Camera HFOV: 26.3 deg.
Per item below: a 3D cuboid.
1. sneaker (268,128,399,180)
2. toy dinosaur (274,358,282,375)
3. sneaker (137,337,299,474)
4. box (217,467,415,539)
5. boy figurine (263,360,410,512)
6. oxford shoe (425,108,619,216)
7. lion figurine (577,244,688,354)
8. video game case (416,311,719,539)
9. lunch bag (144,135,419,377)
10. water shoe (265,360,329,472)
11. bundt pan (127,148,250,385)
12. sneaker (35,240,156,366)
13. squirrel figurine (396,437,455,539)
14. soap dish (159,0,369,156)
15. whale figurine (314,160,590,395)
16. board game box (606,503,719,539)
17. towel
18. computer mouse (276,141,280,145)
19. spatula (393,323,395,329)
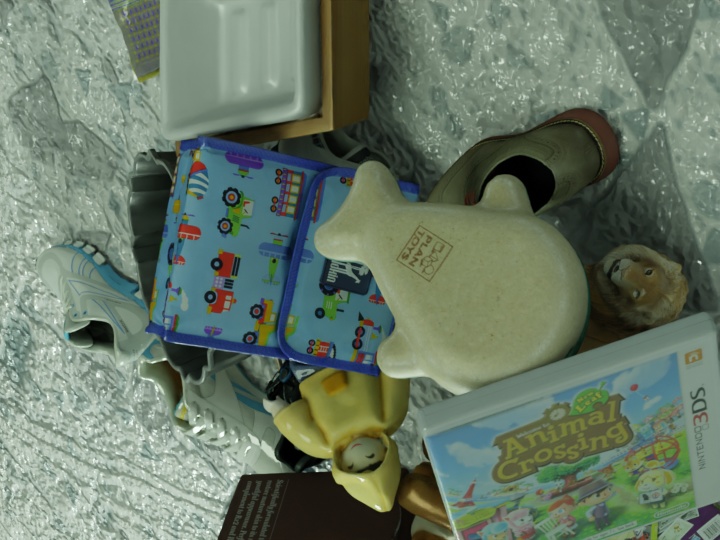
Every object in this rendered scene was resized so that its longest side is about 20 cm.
[{"bbox_3d":[0.008,-0.042,1.236,0.080,0.076,0.200,-42,88,25],"label":"sneaker"},{"bbox_3d":[-0.117,0.024,1.435,0.200,0.060,0.107,42,157,35],"label":"toy dinosaur"},{"bbox_3d":[-0.135,0.141,1.496,0.200,0.081,0.077,46,138,15],"label":"sneaker"},{"bbox_3d":[-0.031,0.307,1.376,0.162,0.166,0.202,-4,115,11],"label":"box"},{"bbox_3d":[-0.018,0.104,1.249,0.065,0.123,0.201,74,-179,-55],"label":"boy figurine"},{"bbox_3d":[0.096,-0.059,1.119,0.071,0.075,0.200,58,142,0],"label":"oxford shoe"},{"bbox_3d":[0.155,0.069,1.104,0.122,0.072,0.202,25,108,31],"label":"lion figurine"},{"bbox_3d":[0.150,0.125,1.035,0.022,0.198,0.183,-108,0,-46],"label":"video game case"},{"bbox_3d":[-0.049,-0.007,1.176,0.094,0.198,0.152,-172,93,-73],"label":"lunch bag"},{"bbox_3d":[-0.043,0.093,1.365,0.071,0.079,0.202,21,128,37],"label":"water shoe"},{"bbox_3d":[-0.130,-0.009,1.307,0.202,0.075,0.204,43,139,53],"label":"bundt pan"},{"bbox_3d":[-0.283,0.036,1.589,0.199,0.086,0.076,29,134,34],"label":"sneaker"},{"bbox_3d":[0.129,0.192,1.225,0.199,0.142,0.187,36,127,7],"label":"squirrel figurine"},{"bbox_3d":[-0.073,-0.175,1.193,0.199,0.081,0.159,-4,86,48],"label":"soap dish"},{"bbox_3d":[0.066,0.007,1.056,0.199,0.160,0.104,32,178,25],"label":"whale figurine"},{"bbox_3d":[0.160,0.208,1.127,0.120,0.200,0.032,45,-171,-23],"label":"board game box"},{"bbox_3d":[-0.190,-0.269,1.342,0.143,0.023,0.202,-3,111,49],"label":"towel"},{"bbox_3d":[-0.080,-0.099,1.329,0.059,0.034,0.200,52,135,3],"label":"computer mouse"},{"bbox_3d":[0.000,0.000,1.277,0.021,0.056,0.201,-50,59,31],"label":"spatula"}]
